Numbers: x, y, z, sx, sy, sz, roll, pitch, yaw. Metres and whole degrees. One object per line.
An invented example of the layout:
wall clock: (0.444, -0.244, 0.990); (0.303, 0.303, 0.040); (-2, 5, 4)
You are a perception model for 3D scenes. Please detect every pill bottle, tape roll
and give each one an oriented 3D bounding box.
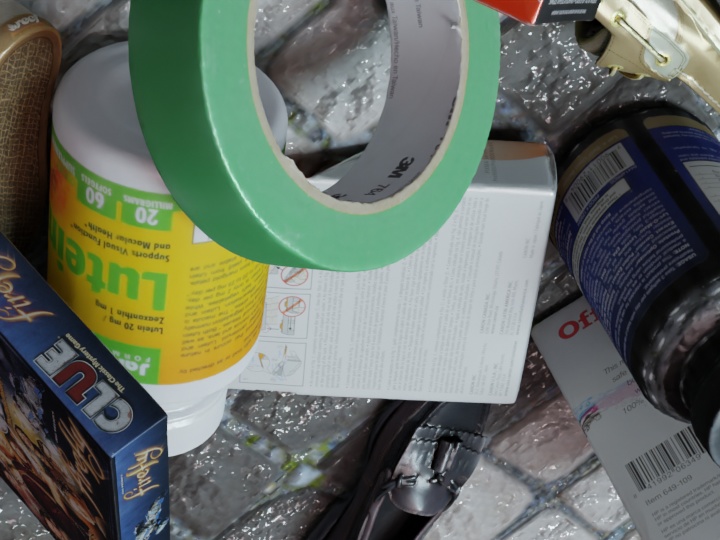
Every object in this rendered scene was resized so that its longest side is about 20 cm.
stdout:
pill bottle: (-0.101, -0.004, 0.895); (0.110, 0.111, 0.201); (-5, 132, -17)
pill bottle: (0.182, 0.010, 0.958); (0.111, 0.200, 0.112); (-11, 132, -12)
tape roll: (-0.015, -0.100, 0.808); (0.200, 0.048, 0.202); (-6, 98, -49)

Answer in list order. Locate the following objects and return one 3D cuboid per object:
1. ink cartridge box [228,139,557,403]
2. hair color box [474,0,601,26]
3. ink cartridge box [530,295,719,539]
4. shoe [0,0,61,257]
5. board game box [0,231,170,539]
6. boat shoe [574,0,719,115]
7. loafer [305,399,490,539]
ink cartridge box: (0.000, 0.000, 1.001); (0.199, 0.050, 0.163); (5, 130, -2)
hair color box: (0.102, -0.210, 0.772); (0.101, 0.061, 0.201); (-23, 137, -66)
ink cartridge box: (0.220, 0.099, 1.051); (0.146, 0.200, 0.146); (-32, 134, 8)
shoe: (-0.190, -0.050, 0.869); (0.070, 0.053, 0.201); (-37, 155, -48)
board game box: (-0.150, 0.082, 0.899); (0.035, 0.135, 0.200); (-36, 157, -24)
boat shoe: (0.136, -0.137, 0.909); (0.066, 0.074, 0.200); (-38, 122, 17)
loafer: (0.029, 0.145, 1.109); (0.072, 0.063, 0.200); (14, 123, -31)
